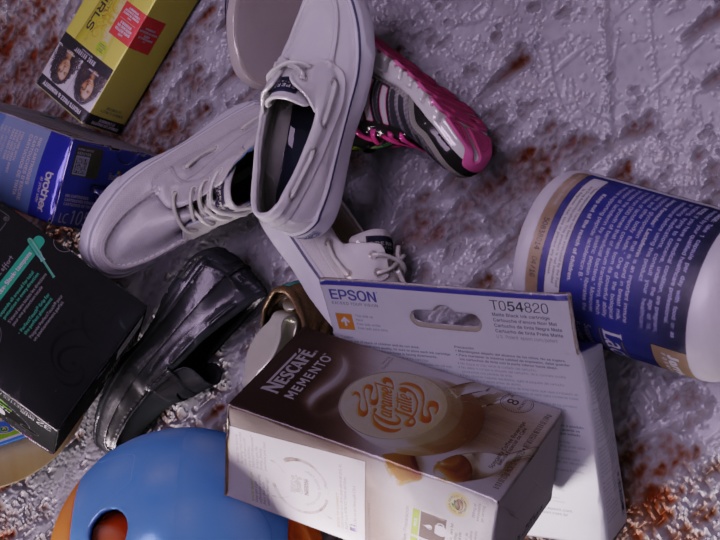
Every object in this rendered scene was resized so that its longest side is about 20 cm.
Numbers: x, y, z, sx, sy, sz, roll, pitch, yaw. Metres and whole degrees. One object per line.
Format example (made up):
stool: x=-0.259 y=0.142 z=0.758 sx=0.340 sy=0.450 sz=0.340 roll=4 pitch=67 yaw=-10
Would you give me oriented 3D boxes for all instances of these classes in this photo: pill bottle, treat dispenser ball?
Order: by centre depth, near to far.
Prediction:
pill bottle: x=0.213 y=0.009 z=1.264 sx=0.200 sy=0.116 sz=0.116 roll=18 pitch=91 yaw=33
treat dispenser ball: x=-0.126 y=0.214 z=1.360 sx=0.200 sy=0.201 sz=0.201 roll=-6 pitch=79 yaw=31

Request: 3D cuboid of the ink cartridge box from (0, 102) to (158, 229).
ink cartridge box: x=-0.250 y=-0.083 z=1.551 sx=0.200 sy=0.136 sz=0.077 roll=18 pitch=95 yaw=33

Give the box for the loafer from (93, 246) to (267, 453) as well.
loafer: x=-0.146 y=0.075 z=1.501 sx=0.070 sy=0.068 sz=0.201 roll=39 pitch=108 yaw=16

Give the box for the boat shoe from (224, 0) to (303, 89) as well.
boat shoe: x=-0.082 y=-0.234 z=1.505 sx=0.093 sy=0.075 sz=0.201 roll=-18 pitch=63 yaw=62

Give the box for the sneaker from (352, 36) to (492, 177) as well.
sneaker: x=0.019 y=-0.115 z=1.431 sx=0.200 sy=0.074 sz=0.088 roll=42 pitch=104 yaw=35

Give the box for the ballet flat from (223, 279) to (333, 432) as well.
ballet flat: x=-0.068 y=0.102 z=1.447 sx=0.068 sy=0.072 sz=0.201 roll=14 pitch=90 yaw=34

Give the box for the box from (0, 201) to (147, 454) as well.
box: x=-0.286 y=0.032 z=1.484 sx=0.200 sy=0.149 sz=0.124 roll=35 pitch=74 yaw=-1

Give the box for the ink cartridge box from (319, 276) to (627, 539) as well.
ink cartridge box: x=0.080 y=0.090 z=1.317 sx=0.199 sy=0.041 sz=0.200 roll=5 pitch=119 yaw=30

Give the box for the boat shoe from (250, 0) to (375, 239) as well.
boat shoe: x=-0.039 y=-0.126 z=1.387 sx=0.073 sy=0.065 sz=0.201 roll=-3 pitch=76 yaw=36

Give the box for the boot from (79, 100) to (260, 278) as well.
boot: x=-0.125 y=-0.061 z=1.453 sx=0.200 sy=0.074 sz=0.096 roll=-41 pitch=25 yaw=-13

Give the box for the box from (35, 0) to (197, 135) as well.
box: x=-0.191 y=-0.219 z=1.588 sx=0.075 sy=0.050 sz=0.200 roll=40 pitch=103 yaw=31

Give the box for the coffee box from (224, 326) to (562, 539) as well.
coffee box: x=0.021 y=0.124 z=1.269 sx=0.200 sy=0.114 sz=0.080 roll=17 pitch=124 yaw=21

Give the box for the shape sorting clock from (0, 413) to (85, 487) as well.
shape sorting clock: x=-0.323 y=0.083 z=1.569 sx=0.199 sy=0.039 sz=0.201 roll=1 pitch=80 yaw=-7

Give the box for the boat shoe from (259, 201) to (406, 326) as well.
boat shoe: x=0.000 y=0.000 z=1.427 sx=0.070 sy=0.071 sz=0.200 roll=-47 pitch=56 yaw=16
